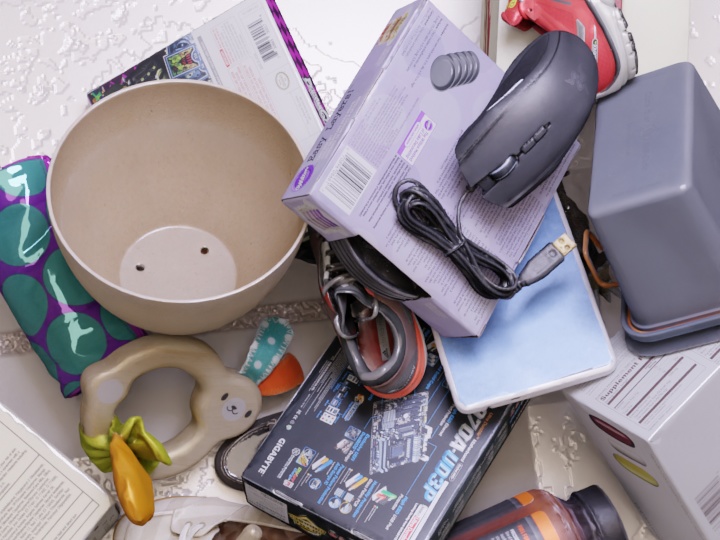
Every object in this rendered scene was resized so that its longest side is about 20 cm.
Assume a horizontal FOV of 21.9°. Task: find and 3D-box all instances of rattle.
[{"bbox_3d":[-0.112,0.114,1.460,0.199,0.143,0.131,-6,99,-23],"label":"rattle"}]

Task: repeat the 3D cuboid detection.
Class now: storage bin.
[{"bbox_3d":[0.231,-0.056,1.434,0.145,0.135,0.200,-16,37,24],"label":"storage bin"}]

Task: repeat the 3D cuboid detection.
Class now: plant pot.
[{"bbox_3d":[-0.141,-0.029,1.446,0.199,0.135,0.201,3,59,-5],"label":"plant pot"}]

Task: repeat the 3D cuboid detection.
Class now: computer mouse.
[{"bbox_3d":[0.132,-0.072,1.386,0.200,0.046,0.140,-47,112,-10],"label":"computer mouse"}]

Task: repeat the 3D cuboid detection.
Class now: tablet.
[{"bbox_3d":[0.112,0.009,1.466,0.130,0.014,0.201,-15,62,-2],"label":"tablet"}]

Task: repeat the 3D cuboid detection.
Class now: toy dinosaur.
[{"bbox_3d":[0.140,-0.034,1.537,0.199,0.077,0.103,13,40,-29],"label":"toy dinosaur"}]

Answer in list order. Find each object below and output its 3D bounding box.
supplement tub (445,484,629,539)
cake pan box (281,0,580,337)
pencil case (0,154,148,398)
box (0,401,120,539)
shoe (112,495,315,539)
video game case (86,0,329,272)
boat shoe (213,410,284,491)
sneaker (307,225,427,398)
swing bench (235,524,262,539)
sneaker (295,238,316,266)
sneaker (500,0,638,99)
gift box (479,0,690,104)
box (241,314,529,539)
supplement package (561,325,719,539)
[{"bbox_3d":[0.114,0.243,1.486,0.199,0.107,0.107,-23,81,-8],"label":"supplement tub"},{"bbox_3d":[0.057,-0.073,1.419,0.184,0.052,0.200,38,68,-22],"label":"cake pan box"},{"bbox_3d":[-0.248,0.002,1.518,0.092,0.085,0.201,-32,82,17],"label":"pencil case"},{"bbox_3d":[-0.304,0.172,1.465,0.200,0.109,0.128,40,77,4],"label":"box"},{"bbox_3d":[-0.100,0.219,1.500,0.199,0.053,0.070,6,79,-4],"label":"shoe"},{"bbox_3d":[-0.111,-0.100,1.539,0.181,0.036,0.201,-28,81,17],"label":"video game case"},{"bbox_3d":[-0.022,0.139,1.521,0.199,0.057,0.067,-8,79,-6],"label":"boat shoe"},{"bbox_3d":[0.000,0.000,1.441,0.077,0.082,0.201,-22,81,14],"label":"sneaker"},{"bbox_3d":[-0.075,0.343,1.425,0.199,0.200,0.130,38,34,2],"label":"swing bench"},{"bbox_3d":[0.001,-0.026,1.557,0.200,0.079,0.074,30,98,18],"label":"sneaker"},{"bbox_3d":[0.142,-0.223,1.427,0.085,0.077,0.201,-26,92,4],"label":"sneaker"},{"bbox_3d":[0.176,-0.237,1.557,0.184,0.200,0.188,3,93,-7],"label":"gift box"},{"bbox_3d":[0.024,0.129,1.472,0.158,0.046,0.200,24,61,19],"label":"box"},{"bbox_3d":[0.282,0.124,1.471,0.156,0.111,0.200,-43,125,-11],"label":"supplement package"}]
